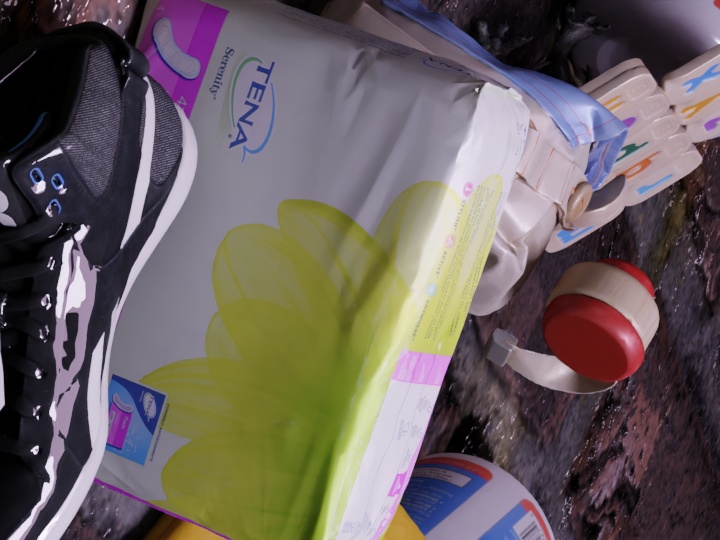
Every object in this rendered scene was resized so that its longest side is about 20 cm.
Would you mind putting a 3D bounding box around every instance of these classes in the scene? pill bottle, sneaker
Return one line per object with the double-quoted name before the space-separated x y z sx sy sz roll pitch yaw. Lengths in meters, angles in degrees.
"pill bottle" 0.012 0.177 1.389 0.200 0.112 0.113 -32 138 -56
"sneaker" -0.128 0.006 0.970 0.112 0.073 0.201 53 52 -61
"pill bottle" 0.202 -0.175 1.529 0.200 0.112 0.113 -56 155 -30

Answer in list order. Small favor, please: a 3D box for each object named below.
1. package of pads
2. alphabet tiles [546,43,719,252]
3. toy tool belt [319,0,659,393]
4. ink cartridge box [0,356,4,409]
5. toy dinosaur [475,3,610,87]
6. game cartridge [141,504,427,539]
"package of pads" -0.034 0.001 1.062 0.068 0.154 0.201 9 101 -68
"alphabet tiles" 0.118 -0.057 1.411 0.195 0.015 0.200 -32 163 7
"toy tool belt" 0.059 -0.051 1.189 0.123 0.199 0.125 -55 173 -32
"ink cartridge box" -0.205 0.015 0.676 0.200 0.147 0.145 -48 150 -43
"toy dinosaur" 0.081 -0.088 1.412 0.200 0.047 0.089 -31 144 -53
"game cartridge" -0.033 0.177 1.243 0.177 0.032 0.200 52 47 -14
